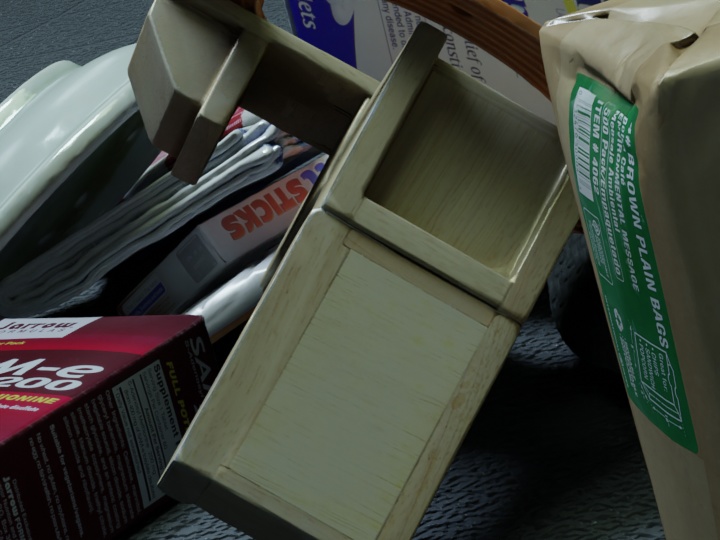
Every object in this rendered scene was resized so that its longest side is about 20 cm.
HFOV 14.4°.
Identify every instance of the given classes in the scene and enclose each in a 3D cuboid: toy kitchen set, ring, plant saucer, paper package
[{"bbox_3d":[-0.040,0.011,1.011,0.180,0.163,0.200,-61,2,-20],"label":"toy kitchen set"},{"bbox_3d":[0.024,-0.072,1.013,0.200,0.200,0.019,8,66,51],"label":"ring"},{"bbox_3d":[-0.145,-0.037,1.238,0.200,0.050,0.200,-47,-2,-3],"label":"plant saucer"},{"bbox_3d":[0.166,0.007,0.778,0.191,0.200,0.103,-18,16,-11],"label":"paper package"}]

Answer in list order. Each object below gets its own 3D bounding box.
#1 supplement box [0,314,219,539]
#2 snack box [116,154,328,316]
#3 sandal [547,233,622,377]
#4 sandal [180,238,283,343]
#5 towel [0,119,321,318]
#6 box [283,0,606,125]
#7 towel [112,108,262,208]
[{"bbox_3d":[-0.148,0.079,1.033,0.109,0.061,0.200,-2,19,36],"label":"supplement box"},{"bbox_3d":[-0.025,-0.028,1.290,0.200,0.024,0.072,-32,-9,-48],"label":"snack box"},{"bbox_3d":[0.119,0.014,1.049,0.048,0.075,0.200,15,16,-23],"label":"sandal"},{"bbox_3d":[-0.001,0.000,1.198,0.207,0.059,0.079,-36,5,-3],"label":"sandal"},{"bbox_3d":[-0.078,-0.028,1.270,0.147,0.024,0.200,-31,0,11],"label":"towel"},{"bbox_3d":[0.101,-0.129,1.152,0.200,0.105,0.184,4,27,38],"label":"box"},{"bbox_3d":[-0.080,-0.063,1.396,0.200,0.023,0.144,-28,7,34],"label":"towel"}]
